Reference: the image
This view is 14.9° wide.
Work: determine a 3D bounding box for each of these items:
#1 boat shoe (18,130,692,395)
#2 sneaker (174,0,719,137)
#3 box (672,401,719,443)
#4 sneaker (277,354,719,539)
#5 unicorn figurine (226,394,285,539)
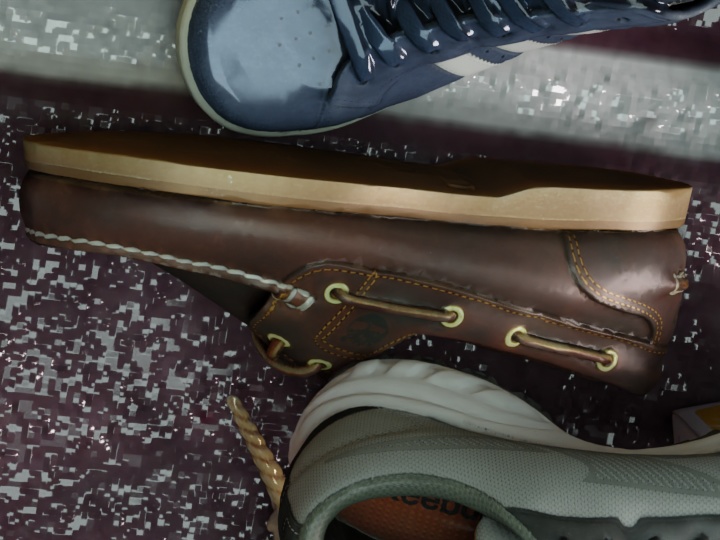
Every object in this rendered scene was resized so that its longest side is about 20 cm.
[{"bbox_3d":[0.000,0.000,0.785,0.199,0.070,0.071,6,101,-14],"label":"boat shoe"},{"bbox_3d":[0.045,-0.090,0.762,0.199,0.085,0.075,-25,110,-4],"label":"sneaker"},{"bbox_3d":[0.168,0.139,0.847,0.112,0.101,0.201,-9,108,-10],"label":"box"},{"bbox_3d":[0.072,0.079,0.735,0.199,0.079,0.074,8,114,10],"label":"sneaker"},{"bbox_3d":[0.028,0.143,0.803,0.199,0.074,0.138,21,60,-3],"label":"unicorn figurine"}]
